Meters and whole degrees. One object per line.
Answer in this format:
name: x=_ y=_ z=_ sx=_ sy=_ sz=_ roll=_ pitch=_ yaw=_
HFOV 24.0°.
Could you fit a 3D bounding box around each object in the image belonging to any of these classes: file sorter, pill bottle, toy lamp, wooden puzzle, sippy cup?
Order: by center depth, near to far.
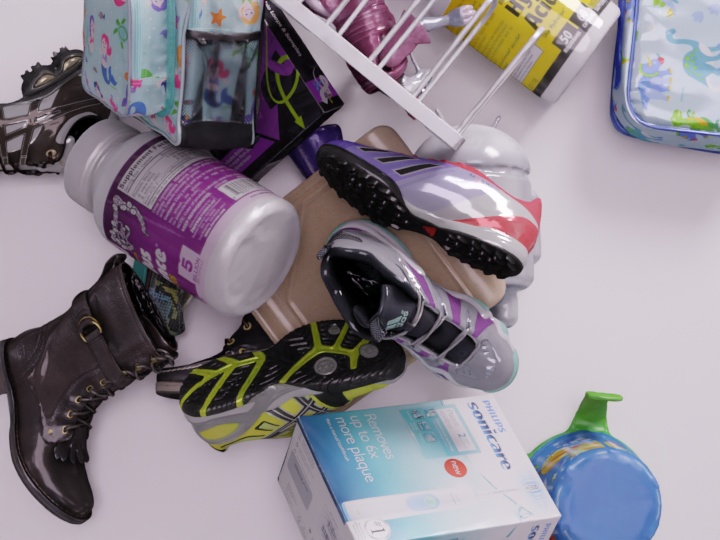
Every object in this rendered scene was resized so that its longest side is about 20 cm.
file sorter: x=0.041 y=-0.211 z=1.427 sx=0.200 sy=0.139 sz=0.125 roll=39 pitch=95 yaw=1
pill bottle: x=-0.158 y=-0.052 z=1.455 sx=0.199 sy=0.112 sz=0.113 roll=30 pitch=82 yaw=27
wooden puzzle: x=0.000 y=0.000 z=1.491 sx=0.200 sy=0.037 sz=0.185 roll=-36 pitch=93 yaw=14
sippy cup: x=0.209 y=0.208 z=1.512 sx=0.139 sy=0.130 sz=0.179 roll=-29 pitch=85 yaw=-7
pill bottle: x=0.132 y=-0.256 z=1.575 sx=0.200 sy=0.111 sz=0.112 roll=36 pitch=82 yaw=2
toy lamp: x=-0.063 y=-0.174 z=1.582 sx=0.058 sy=0.058 sz=0.201 roll=-19 pitch=84 yaw=-5

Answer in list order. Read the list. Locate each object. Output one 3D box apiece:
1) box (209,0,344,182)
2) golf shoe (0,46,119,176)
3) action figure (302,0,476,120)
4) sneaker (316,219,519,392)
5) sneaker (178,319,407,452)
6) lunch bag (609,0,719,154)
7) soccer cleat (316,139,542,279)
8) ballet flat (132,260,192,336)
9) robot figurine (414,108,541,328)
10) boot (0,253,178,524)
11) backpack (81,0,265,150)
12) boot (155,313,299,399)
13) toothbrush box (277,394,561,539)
box: x=-0.120 y=-0.192 z=1.546 sx=0.036 sy=0.143 sz=0.201 roll=-26 pitch=81 yaw=-49
golf shoe: x=-0.312 y=-0.115 z=1.550 sx=0.200 sy=0.078 sz=0.095 roll=-38 pitch=87 yaw=-6
action figure: x=0.004 y=-0.225 z=1.529 sx=0.148 sy=0.134 sz=0.201 roll=-19 pitch=80 yaw=-36
sneaker: x=0.040 y=0.044 z=1.399 sx=0.200 sy=0.140 sz=0.078 roll=37 pitch=106 yaw=3
sneaker: x=-0.055 y=0.101 z=1.475 sx=0.199 sy=0.077 sz=0.076 roll=-13 pitch=45 yaw=5
lunch bag: x=0.317 y=-0.217 z=1.594 sx=0.159 sy=0.082 sz=0.202 roll=6 pitch=83 yaw=-4
soccer cleat: x=0.059 y=-0.067 z=1.429 sx=0.199 sy=0.068 sz=0.073 roll=27 pitch=66 yaw=1
ballet flat: x=-0.173 y=-0.034 z=1.561 sx=0.074 sy=0.074 sz=0.202 roll=10 pitch=84 yaw=-2
robot figurine: x=0.100 y=-0.046 z=1.545 sx=0.169 sy=0.113 sz=0.202 roll=6 pitch=80 yaw=-41
boot: x=-0.234 y=0.106 z=1.498 sx=0.173 sy=0.069 sz=0.201 roll=-27 pitch=82 yaw=20
backpack: x=-0.154 y=-0.217 z=1.434 sx=0.150 sy=0.177 sz=0.201 roll=4 pitch=107 yaw=-28
boot: x=-0.096 y=0.037 z=1.544 sx=0.198 sy=0.073 sz=0.152 roll=-8 pitch=85 yaw=-8
toothbrush box: x=0.049 y=0.196 z=1.464 sx=0.199 sy=0.086 sz=0.147 roll=-3 pitch=44 yaw=-26
